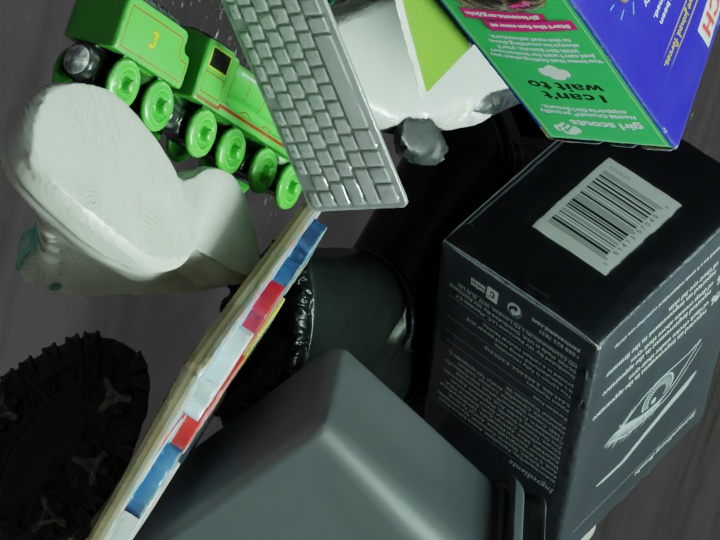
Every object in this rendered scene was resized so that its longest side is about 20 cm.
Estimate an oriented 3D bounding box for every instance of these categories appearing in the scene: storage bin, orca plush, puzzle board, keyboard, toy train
[{"bbox_3d":[-0.027,0.134,1.052,0.199,0.134,0.146,-35,-163,21],"label":"storage bin"},{"bbox_3d":[0.033,-0.118,1.122,0.199,0.071,0.106,-27,110,-33],"label":"orca plush"},{"bbox_3d":[-0.071,0.057,0.971,0.151,0.017,0.200,-60,179,28],"label":"puzzle board"},{"bbox_3d":[-0.035,-0.112,0.935,0.011,0.056,0.201,-44,122,-37],"label":"keyboard"},{"bbox_3d":[-0.075,-0.079,0.995,0.200,0.041,0.057,29,78,-62],"label":"toy train"}]

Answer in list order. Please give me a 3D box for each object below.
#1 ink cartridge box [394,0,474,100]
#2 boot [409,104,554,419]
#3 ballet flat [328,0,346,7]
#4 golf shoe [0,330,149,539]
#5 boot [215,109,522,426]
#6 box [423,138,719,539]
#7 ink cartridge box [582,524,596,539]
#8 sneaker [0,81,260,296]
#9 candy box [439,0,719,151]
[{"bbox_3d":[0.037,-0.197,0.993,0.200,0.075,0.149,-48,136,-37],"label":"ink cartridge box"},{"bbox_3d":[0.084,-0.003,1.286,0.198,0.073,0.163,-49,152,-39],"label":"boot"},{"bbox_3d":[-0.031,-0.198,0.939,0.073,0.073,0.200,-52,146,-19],"label":"ballet flat"},{"bbox_3d":[-0.158,0.121,1.002,0.201,0.077,0.095,-59,169,-5],"label":"golf shoe"},{"bbox_3d":[-0.001,-0.001,1.140,0.162,0.073,0.200,-5,119,-54],"label":"boot"},{"bbox_3d":[0.120,0.035,1.169,0.148,0.104,0.201,-40,152,-32],"label":"box"},{"bbox_3d":[0.111,0.117,1.434,0.116,0.068,0.201,-36,141,-40],"label":"ink cartridge box"},{"bbox_3d":[-0.117,-0.019,0.930,0.200,0.088,0.076,34,42,-66],"label":"sneaker"},{"bbox_3d":[0.103,-0.173,0.961,0.200,0.077,0.170,42,63,-52],"label":"candy box"}]
